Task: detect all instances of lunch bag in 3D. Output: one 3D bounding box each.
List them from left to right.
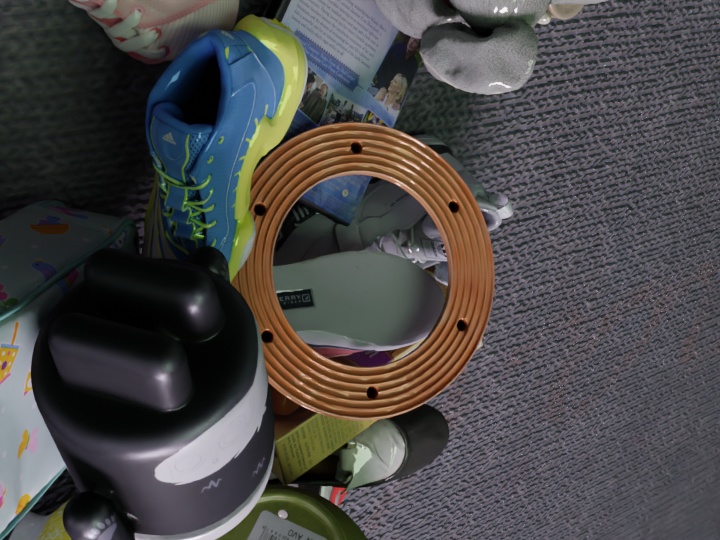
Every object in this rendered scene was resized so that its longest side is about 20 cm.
[{"bbox_3d":[-0.204,0.059,0.647,0.200,0.076,0.162,-52,155,-60],"label":"lunch bag"}]

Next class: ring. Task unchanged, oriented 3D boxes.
[{"bbox_3d":[0.000,0.000,0.750,0.198,0.019,0.203,3,83,-22],"label":"ring"}]

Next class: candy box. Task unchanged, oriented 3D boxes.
[{"bbox_3d":[-0.015,0.062,0.858,0.199,0.116,0.057,-32,136,-24],"label":"candy box"}]

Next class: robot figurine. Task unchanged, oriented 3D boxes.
[{"bbox_3d":[-0.113,0.074,0.614,0.149,0.125,0.201,-30,149,-19],"label":"robot figurine"}]

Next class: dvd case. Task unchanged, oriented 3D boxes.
[{"bbox_3d":[-0.015,-0.147,0.764,0.142,0.017,0.202,27,86,-46],"label":"dvd case"}]

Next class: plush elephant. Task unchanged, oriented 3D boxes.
[{"bbox_3d":[0.085,-0.192,0.704,0.199,0.154,0.166,-6,113,-37],"label":"plush elephant"}]

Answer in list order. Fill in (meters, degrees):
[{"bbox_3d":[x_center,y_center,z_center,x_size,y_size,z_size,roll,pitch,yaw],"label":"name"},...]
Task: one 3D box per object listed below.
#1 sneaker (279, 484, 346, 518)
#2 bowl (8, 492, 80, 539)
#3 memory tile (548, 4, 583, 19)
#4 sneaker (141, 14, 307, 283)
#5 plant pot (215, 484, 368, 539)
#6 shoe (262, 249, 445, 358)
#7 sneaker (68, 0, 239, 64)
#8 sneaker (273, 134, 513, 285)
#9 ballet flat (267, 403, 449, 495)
[{"bbox_3d":[-0.024,0.138,0.951,0.085,0.077,0.201,-4,122,-64],"label":"sneaker"},{"bbox_3d":[-0.203,0.228,0.783,0.107,0.200,0.202,22,104,-4],"label":"bowl"},{"bbox_3d":[0.116,-0.275,0.813,0.152,0.017,0.202,-23,123,-32],"label":"memory tile"},{"bbox_3d":[-0.104,-0.058,0.653,0.105,0.075,0.202,-11,125,-65],"label":"sneaker"},{"bbox_3d":[-0.060,0.224,0.763,0.186,0.187,0.201,-35,160,-20],"label":"plant pot"},{"bbox_3d":[-0.043,0.035,0.794,0.198,0.072,0.091,-3,163,-23],"label":"shoe"},{"bbox_3d":[-0.145,-0.163,0.617,0.199,0.075,0.106,-16,121,-41],"label":"sneaker"},{"bbox_3d":[0.020,-0.021,0.836,0.199,0.115,0.075,-37,136,-18],"label":"sneaker"},{"bbox_3d":[-0.028,0.145,0.863,0.198,0.068,0.069,-7,98,3],"label":"ballet flat"}]
